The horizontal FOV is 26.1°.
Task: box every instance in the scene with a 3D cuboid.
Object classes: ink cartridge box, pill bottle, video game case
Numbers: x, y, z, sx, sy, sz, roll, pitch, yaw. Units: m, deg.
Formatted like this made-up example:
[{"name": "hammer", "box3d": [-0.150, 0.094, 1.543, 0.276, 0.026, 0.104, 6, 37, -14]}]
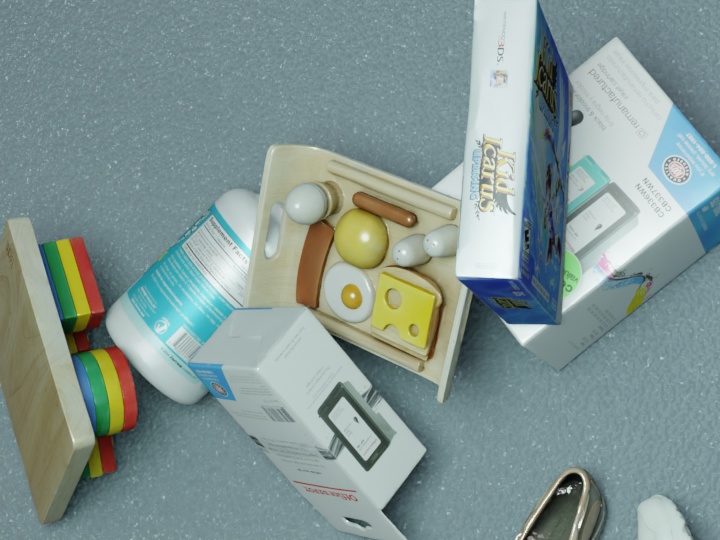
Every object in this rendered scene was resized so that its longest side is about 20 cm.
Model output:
[{"name": "ink cartridge box", "box3d": [0.175, -0.046, 1.214, 0.200, 0.146, 0.147, -39, 71, 7]}, {"name": "ink cartridge box", "box3d": [-0.031, 0.122, 1.230, 0.068, 0.200, 0.116, -49, 24, -24]}, {"name": "pill bottle", "box3d": [-0.111, 0.009, 1.308, 0.200, 0.111, 0.111, -44, 71, 4]}, {"name": "video game case", "box3d": [0.109, -0.067, 1.054, 0.045, 0.200, 0.183, 1, 80, 15]}]

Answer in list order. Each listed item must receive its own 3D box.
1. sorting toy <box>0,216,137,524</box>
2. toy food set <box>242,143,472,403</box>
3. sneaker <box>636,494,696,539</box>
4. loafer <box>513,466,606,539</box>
[{"name": "sorting toy", "box3d": [-0.248, 0.083, 1.301, 0.069, 0.200, 0.200, -11, 69, -25]}, {"name": "toy food set", "box3d": [0.000, 0.000, 1.182, 0.199, 0.060, 0.145, 24, 113, 32]}, {"name": "sneaker", "box3d": [0.214, 0.260, 1.156, 0.099, 0.078, 0.201, -14, 49, 15]}, {"name": "loafer", "box3d": [0.127, 0.240, 1.190, 0.071, 0.063, 0.201, 21, 68, 23]}]
